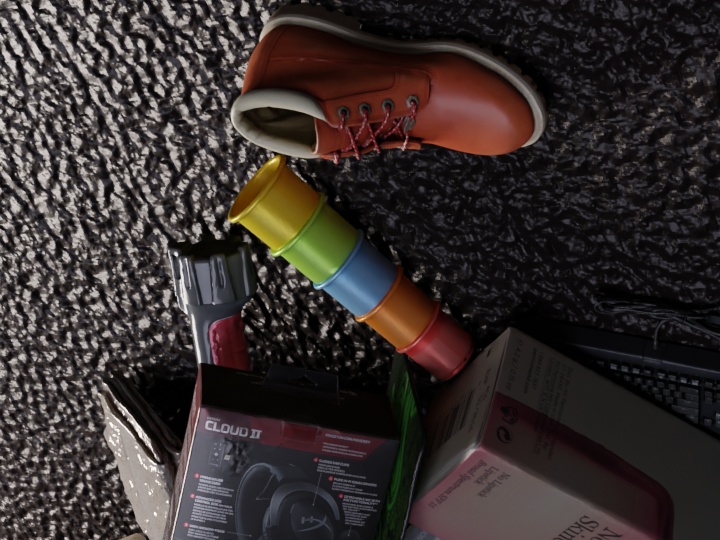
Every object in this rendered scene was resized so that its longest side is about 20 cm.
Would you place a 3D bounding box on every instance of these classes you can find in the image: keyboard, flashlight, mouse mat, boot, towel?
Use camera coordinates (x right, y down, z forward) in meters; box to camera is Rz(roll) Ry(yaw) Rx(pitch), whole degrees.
[{"bbox_3d":[0.205,0.065,1.261,0.198,0.021,0.128,10,133,18],"label":"keyboard"},{"bbox_3d":[-0.091,0.074,1.357,0.068,0.067,0.202,27,129,56],"label":"flashlight"},{"bbox_3d":[0.017,0.170,1.316,0.007,0.161,0.202,10,111,-9],"label":"mouse mat"},{"bbox_3d":[0.016,-0.099,1.145,0.198,0.108,0.076,14,133,13],"label":"boot"},{"bbox_3d":[-0.165,0.187,1.498,0.132,0.034,0.201,43,153,47],"label":"towel"}]

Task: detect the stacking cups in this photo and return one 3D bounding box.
[{"bbox_3d":[0.000,0.000,1.286,0.199,0.061,0.060,38,136,-17],"label":"stacking cups"}]

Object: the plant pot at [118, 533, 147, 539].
[{"bbox_3d":[-0.249,0.379,1.603,0.199,0.177,0.201,-26,97,52],"label":"plant pot"}]

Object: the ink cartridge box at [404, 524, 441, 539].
[{"bbox_3d":[0.078,0.267,1.433,0.175,0.084,0.200,32,125,-9],"label":"ink cartridge box"}]

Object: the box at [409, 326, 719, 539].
[{"bbox_3d":[0.147,0.152,1.282,0.199,0.110,0.128,28,141,-11],"label":"box"}]

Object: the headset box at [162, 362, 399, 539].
[{"bbox_3d":[-0.062,0.165,1.317,0.147,0.077,0.202,10,110,-9],"label":"headset box"}]
